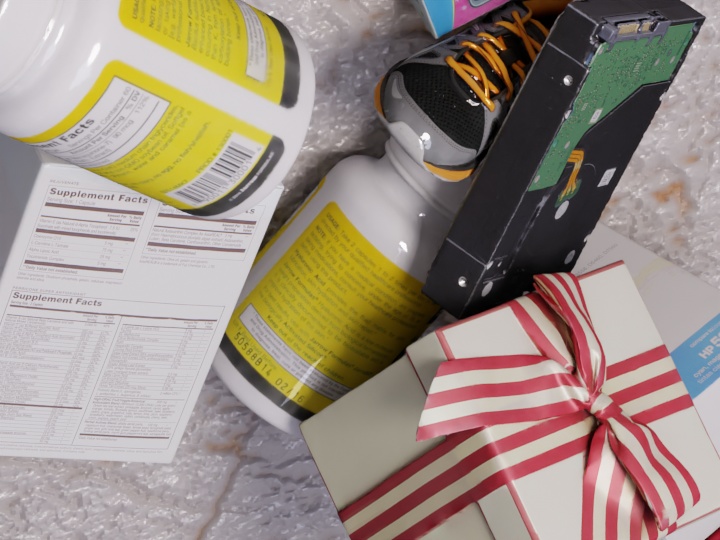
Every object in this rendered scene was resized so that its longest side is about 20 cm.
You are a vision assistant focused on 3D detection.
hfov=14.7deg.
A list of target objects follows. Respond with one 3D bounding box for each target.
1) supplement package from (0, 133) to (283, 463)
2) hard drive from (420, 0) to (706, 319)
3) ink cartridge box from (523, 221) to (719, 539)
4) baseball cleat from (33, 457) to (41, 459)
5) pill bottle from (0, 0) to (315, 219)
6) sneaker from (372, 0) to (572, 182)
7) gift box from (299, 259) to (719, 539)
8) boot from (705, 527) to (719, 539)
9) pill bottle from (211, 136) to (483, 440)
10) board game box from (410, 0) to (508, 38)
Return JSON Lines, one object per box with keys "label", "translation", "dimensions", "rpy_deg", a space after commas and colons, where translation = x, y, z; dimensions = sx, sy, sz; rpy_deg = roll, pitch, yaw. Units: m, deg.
{"label": "supplement package", "translation": [-0.165, -0.015, 1.604], "dimensions": [0.150, 0.152, 0.200], "rpy_deg": [5, 124, -30]}
{"label": "hard drive", "translation": [0.120, -0.070, 1.653], "dimensions": [0.140, 0.038, 0.200], "rpy_deg": [-16, 138, -58]}
{"label": "ink cartridge box", "translation": [0.167, 0.070, 1.818], "dimensions": [0.125, 0.200, 0.129], "rpy_deg": [-36, 137, -24]}
{"label": "baseball cleat", "translation": [-0.248, 0.078, 1.655], "dimensions": [0.199, 0.106, 0.070], "rpy_deg": [-10, 113, -41]}
{"label": "pill bottle", "translation": [-0.129, -0.108, 1.414], "dimensions": [0.200, 0.114, 0.114], "rpy_deg": [24, 113, -41]}
{"label": "sneaker", "translation": [0.077, -0.118, 1.638], "dimensions": [0.077, 0.078, 0.200], "rpy_deg": [-42, 178, 38]}
{"label": "gift box", "translation": [0.092, 0.119, 1.647], "dimensions": [0.200, 0.185, 0.187], "rpy_deg": [-25, 173, -41]}
{"label": "boot", "translation": [0.164, 0.153, 1.904], "dimensions": [0.200, 0.151, 0.073], "rpy_deg": [-34, 134, 3]}
{"label": "pill bottle", "translation": [0.000, 0.000, 1.726], "dimensions": [0.111, 0.111, 0.200], "rpy_deg": [27, 112, -39]}
{"label": "board game box", "translation": [0.101, -0.245, 1.610], "dimensions": [0.199, 0.064, 0.148], "rpy_deg": [-27, 134, -2]}
